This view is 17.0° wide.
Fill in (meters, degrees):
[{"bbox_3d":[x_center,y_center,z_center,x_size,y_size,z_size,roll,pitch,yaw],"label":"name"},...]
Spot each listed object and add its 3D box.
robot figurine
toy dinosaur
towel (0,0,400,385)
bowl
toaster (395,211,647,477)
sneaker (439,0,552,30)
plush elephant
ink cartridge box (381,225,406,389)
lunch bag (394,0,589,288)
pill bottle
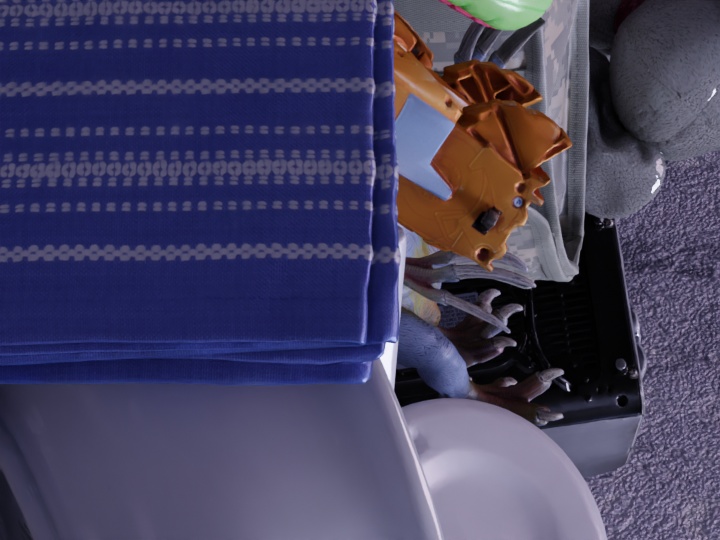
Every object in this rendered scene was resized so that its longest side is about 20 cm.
[{"bbox_3d":[-0.035,-0.081,0.705,0.058,0.199,0.145,-53,-169,9],"label":"robot figurine"},{"bbox_3d":[0.000,0.000,0.856,0.181,0.200,0.105,37,27,-35],"label":"toy dinosaur"},{"bbox_3d":[-0.061,-0.068,0.611,0.024,0.144,0.202,76,13,-70],"label":"towel"},{"bbox_3d":[-0.056,0.064,0.669,0.201,0.090,0.202,54,-25,39],"label":"bowl"},{"bbox_3d":[0.032,0.012,1.137,0.119,0.198,0.182,74,8,-68],"label":"toaster"},{"bbox_3d":[-0.001,-0.152,0.770,0.199,0.077,0.084,29,93,-41],"label":"sneaker"},{"bbox_3d":[0.148,-0.108,1.037,0.199,0.164,0.156,14,54,-43],"label":"plush elephant"},{"bbox_3d":[-0.045,0.049,0.799,0.162,0.057,0.201,41,-51,53],"label":"ink cartridge box"},{"bbox_3d":[0.007,-0.079,0.964,0.118,0.163,0.201,-65,155,-51],"label":"lunch bag"},{"bbox_3d":[0.003,0.129,0.906,0.200,0.110,0.112,137,-42,-60],"label":"pill bottle"}]
